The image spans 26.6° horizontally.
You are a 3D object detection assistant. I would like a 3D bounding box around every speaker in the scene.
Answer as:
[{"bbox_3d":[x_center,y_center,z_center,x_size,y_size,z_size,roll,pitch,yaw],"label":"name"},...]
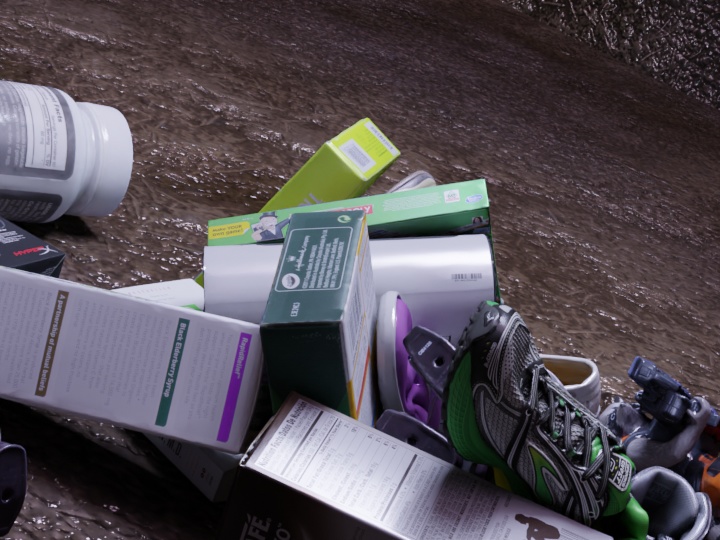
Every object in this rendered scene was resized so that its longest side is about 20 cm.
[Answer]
[{"bbox_3d":[-0.010,0.019,1.050,0.199,0.081,0.081,-3,22,-3],"label":"speaker"}]

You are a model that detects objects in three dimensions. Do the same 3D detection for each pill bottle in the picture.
[{"bbox_3d":[-0.293,-0.098,1.236,0.200,0.114,0.114,4,25,-40],"label":"pill bottle"}]

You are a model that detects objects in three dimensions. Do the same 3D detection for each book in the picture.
[{"bbox_3d":[-0.113,0.082,1.059,0.200,0.048,0.133,38,27,32],"label":"book"}]

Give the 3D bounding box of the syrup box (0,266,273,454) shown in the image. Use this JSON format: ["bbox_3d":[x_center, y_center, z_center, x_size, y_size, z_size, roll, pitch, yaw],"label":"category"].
[{"bbox_3d":[-0.149,0.055,0.945,0.200,0.082,0.079,13,-3,12],"label":"syrup box"}]

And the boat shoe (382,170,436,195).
[{"bbox_3d":[-0.001,0.000,1.230,0.073,0.200,0.074,51,-16,1],"label":"boat shoe"}]

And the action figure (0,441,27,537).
[{"bbox_3d":[-0.271,0.087,0.849,0.130,0.070,0.200,-9,31,-42],"label":"action figure"}]

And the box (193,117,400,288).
[{"bbox_3d":[-0.063,-0.031,1.213,0.048,0.200,0.122,46,21,0],"label":"box"}]

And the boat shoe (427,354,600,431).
[{"bbox_3d":[0.073,0.078,1.092,0.199,0.070,0.071,7,40,8],"label":"boat shoe"}]

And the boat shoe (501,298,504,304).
[{"bbox_3d":[0.061,0.040,1.258,0.072,0.062,0.200,18,4,25],"label":"boat shoe"}]

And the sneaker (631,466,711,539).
[{"bbox_3d":[0.181,0.172,1.005,0.075,0.114,0.200,20,19,-2],"label":"sneaker"}]

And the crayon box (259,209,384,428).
[{"bbox_3d":[-0.017,0.080,0.940,0.051,0.200,0.126,-2,31,9],"label":"crayon box"}]

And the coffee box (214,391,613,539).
[{"bbox_3d":[0.022,0.167,0.844,0.200,0.113,0.080,23,33,8],"label":"coffee box"}]

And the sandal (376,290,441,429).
[{"bbox_3d":[0.044,0.080,1.006,0.050,0.203,0.083,-6,54,7],"label":"sandal"}]

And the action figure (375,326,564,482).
[{"bbox_3d":[0.078,0.111,0.959,0.069,0.130,0.200,28,-10,33],"label":"action figure"}]

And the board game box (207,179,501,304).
[{"bbox_3d":[0.000,0.000,1.116,0.199,0.135,0.029,-8,52,4],"label":"board game box"}]

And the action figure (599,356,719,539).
[{"bbox_3d":[0.248,0.150,1.159,0.193,0.105,0.200,34,-2,45],"label":"action figure"}]

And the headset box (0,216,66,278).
[{"bbox_3d":[-0.328,-0.013,1.033,0.200,0.075,0.149,28,20,18],"label":"headset box"}]

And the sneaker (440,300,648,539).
[{"bbox_3d":[0.109,0.091,0.852,0.085,0.200,0.078,3,49,36],"label":"sneaker"}]
